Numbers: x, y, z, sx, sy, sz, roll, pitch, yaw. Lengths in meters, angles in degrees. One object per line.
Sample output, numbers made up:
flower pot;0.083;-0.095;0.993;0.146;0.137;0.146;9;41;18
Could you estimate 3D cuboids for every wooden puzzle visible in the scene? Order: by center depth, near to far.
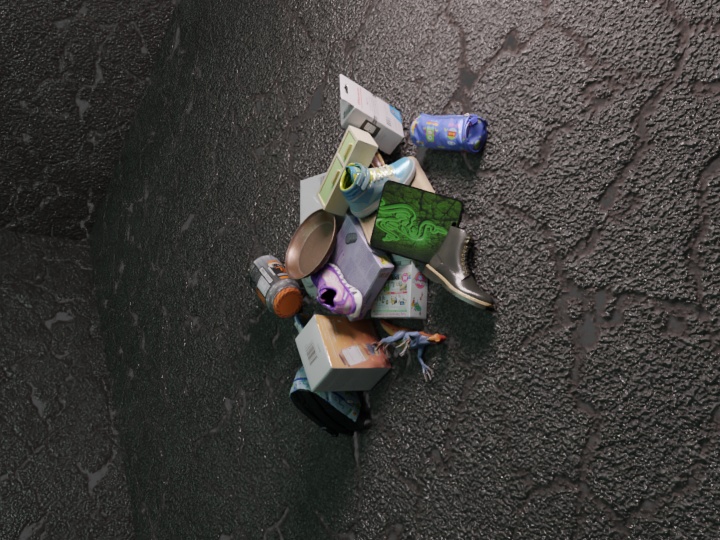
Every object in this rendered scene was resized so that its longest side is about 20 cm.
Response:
wooden puzzle;0.087;-0.166;1.494;0.197;0.046;0.188;-33;47;12

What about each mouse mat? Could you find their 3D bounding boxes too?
mouse mat;0.130;-0.108;1.410;0.194;0.008;0.166;16;99;6

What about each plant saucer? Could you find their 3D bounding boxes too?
plant saucer;-0.122;-0.063;1.571;0.198;0.036;0.205;-32;42;33

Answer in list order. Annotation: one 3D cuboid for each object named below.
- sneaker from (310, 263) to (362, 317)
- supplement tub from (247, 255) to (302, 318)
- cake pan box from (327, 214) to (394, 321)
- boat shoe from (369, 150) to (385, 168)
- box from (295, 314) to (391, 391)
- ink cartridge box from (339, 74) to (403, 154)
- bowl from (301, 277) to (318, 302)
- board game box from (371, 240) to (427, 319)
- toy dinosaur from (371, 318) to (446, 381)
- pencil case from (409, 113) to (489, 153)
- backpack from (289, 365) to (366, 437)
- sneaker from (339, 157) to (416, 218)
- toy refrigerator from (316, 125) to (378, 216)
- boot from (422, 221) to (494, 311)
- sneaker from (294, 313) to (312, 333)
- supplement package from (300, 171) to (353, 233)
sneaker;-0.079;0.047;1.507;0.199;0.086;0.083;41;126;44
supplement tub;-0.263;0.052;1.877;0.200;0.120;0.125;43;116;43
cake pan box;-0.015;-0.003;1.529;0.186;0.051;0.203;57;132;34
boat shoe;0.018;-0.304;1.615;0.069;0.071;0.202;-26;46;0
box;-0.044;0.210;1.527;0.107;0.196;0.155;-49;51;34
ink cartridge box;0.012;-0.396;1.533;0.067;0.196;0.118;-44;34;35
bowl;-0.111;0.004;1.722;0.198;0.092;0.208;-12;74;49
board game box;0.097;0.015;1.493;0.145;0.063;0.208;-4;80;51
toy dinosaur;0.118;0.156;1.434;0.178;0.105;0.205;-25;52;23
pencil case;0.202;-0.323;1.401;0.197;0.077;0.090;19;128;49
backpack;-0.095;0.332;1.575;0.161;0.197;0.158;-19;50;47
sneaker;0.036;-0.227;1.448;0.198;0.131;0.080;-39;45;4
toy refrigerator;-0.038;-0.246;1.503;0.203;0.068;0.077;-60;35;26
boot;0.235;-0.011;1.329;0.198;0.077;0.141;34;99;38
sneaker;-0.149;0.209;1.752;0.200;0.074;0.090;48;120;43
supplement package;-0.065;-0.182;1.665;0.196;0.109;0.162;-8;78;42
